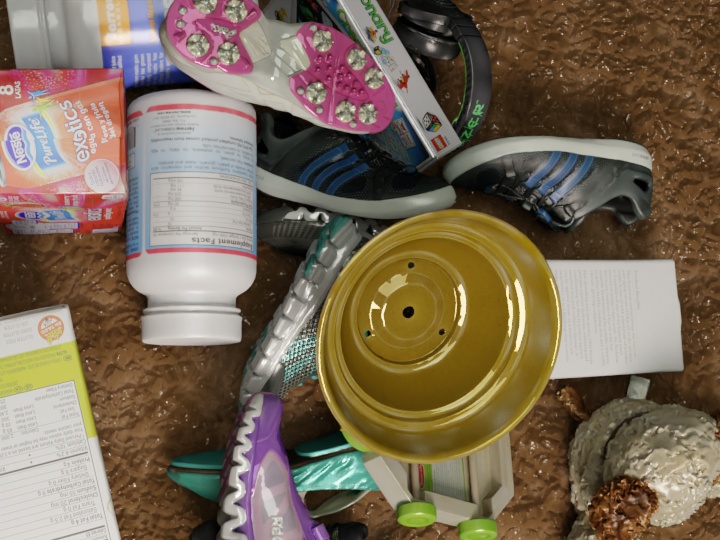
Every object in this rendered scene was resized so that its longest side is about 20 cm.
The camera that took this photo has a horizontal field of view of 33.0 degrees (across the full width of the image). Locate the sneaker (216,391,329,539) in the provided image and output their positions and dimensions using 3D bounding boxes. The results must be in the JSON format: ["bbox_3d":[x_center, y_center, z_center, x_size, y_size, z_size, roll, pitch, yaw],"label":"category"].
[{"bbox_3d":[-0.065,0.194,0.931,0.088,0.081,0.201,5,69,-10],"label":"sneaker"}]

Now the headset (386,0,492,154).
[{"bbox_3d":[0.036,-0.191,1.065,0.094,0.124,0.200,-2,51,-38],"label":"headset"}]

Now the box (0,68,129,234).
[{"bbox_3d":[-0.234,-0.088,0.946,0.099,0.200,0.096,-2,84,-13],"label":"box"}]

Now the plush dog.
[{"bbox_3d":[0.247,0.160,1.033,0.200,0.172,0.161,-33,90,-14],"label":"plush dog"}]

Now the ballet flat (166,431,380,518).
[{"bbox_3d":[-0.060,0.178,1.020,0.199,0.067,0.071,-8,97,-12],"label":"ballet flat"}]

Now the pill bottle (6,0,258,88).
[{"bbox_3d":[-0.191,-0.210,1.018,0.199,0.112,0.113,-8,84,-14],"label":"pill bottle"}]

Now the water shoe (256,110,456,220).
[{"bbox_3d":[-0.013,-0.092,1.007,0.071,0.199,0.079,-18,115,-55],"label":"water shoe"}]

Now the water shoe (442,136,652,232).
[{"bbox_3d":[0.174,-0.075,1.091,0.199,0.072,0.079,-3,79,-13],"label":"water shoe"}]

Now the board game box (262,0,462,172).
[{"bbox_3d":[-0.004,-0.166,1.044,0.035,0.126,0.200,-31,90,-29],"label":"board game box"}]

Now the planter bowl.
[{"bbox_3d":[0.050,0.043,0.950,0.199,0.083,0.201,-5,105,-18],"label":"planter bowl"}]

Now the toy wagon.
[{"bbox_3d":[0.050,0.138,1.015,0.199,0.040,0.156,21,53,-34],"label":"toy wagon"}]

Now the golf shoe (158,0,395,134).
[{"bbox_3d":[-0.067,-0.162,0.967,0.199,0.091,0.076,23,78,-22],"label":"golf shoe"}]

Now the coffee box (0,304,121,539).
[{"bbox_3d":[-0.293,0.151,0.901,0.199,0.200,0.199,-14,86,-15],"label":"coffee box"}]

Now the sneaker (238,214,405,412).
[{"bbox_3d":[-0.032,0.058,1.008,0.091,0.078,0.200,29,107,-9],"label":"sneaker"}]

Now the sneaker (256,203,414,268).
[{"bbox_3d":[0.000,0.000,1.055,0.199,0.066,0.091,13,77,-13],"label":"sneaker"}]

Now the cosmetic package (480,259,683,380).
[{"bbox_3d":[0.181,0.044,1.062,0.199,0.071,0.102,0,83,-27],"label":"cosmetic package"}]

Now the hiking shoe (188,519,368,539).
[{"bbox_3d":[-0.040,0.236,0.996,0.199,0.076,0.101,27,106,-17],"label":"hiking shoe"}]

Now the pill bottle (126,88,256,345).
[{"bbox_3d":[-0.140,-0.041,1.008,0.108,0.109,0.201,1,83,-12],"label":"pill bottle"}]
